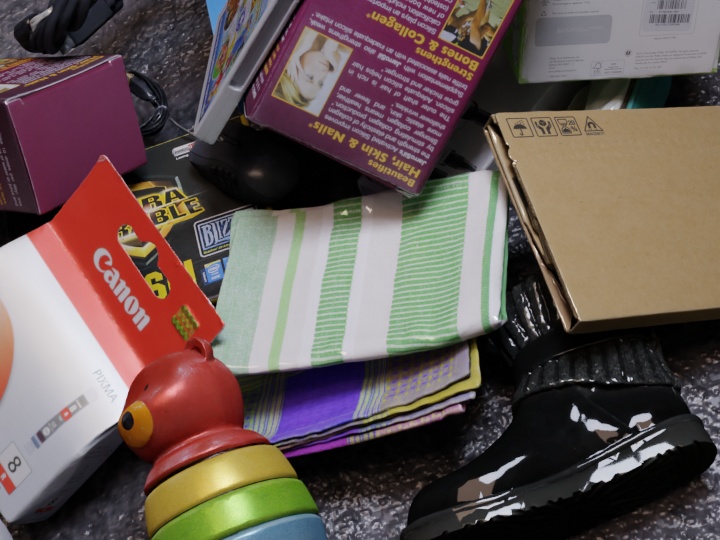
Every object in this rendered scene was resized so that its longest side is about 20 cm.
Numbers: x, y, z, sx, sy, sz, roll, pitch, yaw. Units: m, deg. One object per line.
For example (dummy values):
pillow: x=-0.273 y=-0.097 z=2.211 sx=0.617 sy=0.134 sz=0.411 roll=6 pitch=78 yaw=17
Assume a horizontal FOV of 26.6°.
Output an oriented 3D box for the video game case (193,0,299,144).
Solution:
video game case: x=-0.056 y=-0.198 z=1.017 sx=0.018 sy=0.200 sz=0.144 roll=22 pitch=42 yaw=-17

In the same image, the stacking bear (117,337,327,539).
stacking bear: x=-0.086 y=0.143 z=0.922 sx=0.113 sy=0.121 sz=0.201 roll=-7 pitch=67 yaw=-41

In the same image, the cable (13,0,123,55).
cable: x=-0.177 y=-0.238 z=1.141 sx=0.200 sy=0.163 sz=0.051 roll=-44 pitch=98 yaw=-17

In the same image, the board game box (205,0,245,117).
board game box: x=-0.019 y=-0.220 z=1.142 sx=0.199 sy=0.040 sz=0.154 roll=-22 pitch=60 yaw=12

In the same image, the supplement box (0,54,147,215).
supplement box: x=-0.269 y=-0.103 z=1.132 sx=0.199 sy=0.086 sz=0.110 roll=6 pitch=26 yaw=41

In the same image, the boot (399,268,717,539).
boot: x=0.103 y=0.088 z=0.961 sx=0.210 sy=0.080 sz=0.159 roll=-19 pitch=58 yaw=-8

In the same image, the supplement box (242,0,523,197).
supplement box: x=0.021 y=-0.173 z=1.002 sx=0.201 sy=0.130 sz=0.103 roll=-60 pitch=18 yaw=18

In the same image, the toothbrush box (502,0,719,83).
toothbrush box: x=0.167 y=-0.222 z=1.103 sx=0.144 sy=0.087 sz=0.201 roll=-3 pitch=35 yaw=-5

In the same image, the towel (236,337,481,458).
towel: x=-0.008 y=0.059 z=1.006 sx=0.199 sy=0.023 sz=0.144 roll=-17 pitch=36 yaw=21

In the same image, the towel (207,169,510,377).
towel: x=0.000 y=0.000 z=1.005 sx=0.198 sy=0.023 sz=0.153 roll=-8 pitch=44 yaw=15

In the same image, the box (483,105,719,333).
box: x=0.195 y=-0.038 z=0.994 sx=0.198 sy=0.021 sz=0.164 roll=-4 pitch=57 yaw=-24

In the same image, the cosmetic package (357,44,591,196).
cosmetic package: x=0.091 y=-0.109 z=1.119 sx=0.082 sy=0.051 sz=0.200 roll=27 pitch=67 yaw=28

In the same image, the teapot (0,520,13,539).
teapot: x=-0.284 y=0.242 z=0.920 sx=0.199 sy=0.197 sz=0.147 roll=-22 pitch=89 yaw=33

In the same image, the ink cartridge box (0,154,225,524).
ink cartridge box: x=-0.204 y=0.046 z=1.020 sx=0.200 sy=0.050 sz=0.163 roll=-47 pitch=66 yaw=21

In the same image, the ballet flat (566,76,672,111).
ballet flat: x=0.166 y=-0.081 z=1.079 sx=0.069 sy=0.070 sz=0.201 roll=11 pitch=56 yaw=22

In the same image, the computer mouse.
computer mouse: x=-0.121 y=-0.106 z=1.127 sx=0.199 sy=0.034 sz=0.059 roll=30 pitch=68 yaw=30

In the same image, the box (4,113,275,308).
box: x=-0.156 y=-0.014 z=1.123 sx=0.198 sy=0.049 sz=0.161 roll=-19 pitch=55 yaw=2
